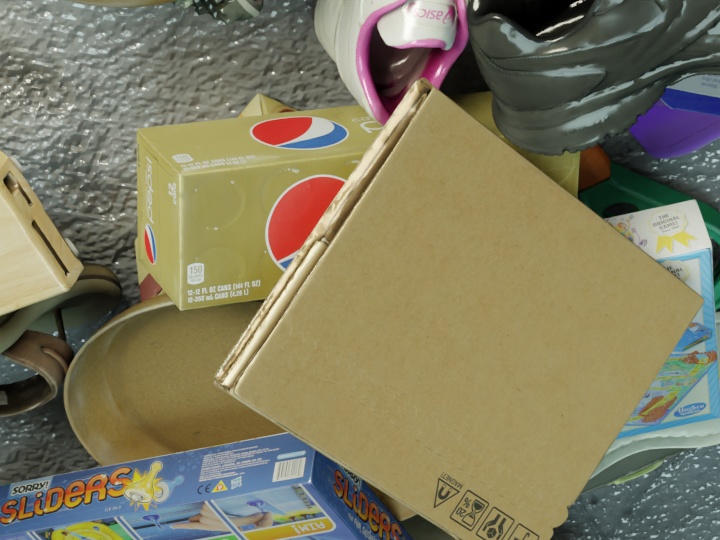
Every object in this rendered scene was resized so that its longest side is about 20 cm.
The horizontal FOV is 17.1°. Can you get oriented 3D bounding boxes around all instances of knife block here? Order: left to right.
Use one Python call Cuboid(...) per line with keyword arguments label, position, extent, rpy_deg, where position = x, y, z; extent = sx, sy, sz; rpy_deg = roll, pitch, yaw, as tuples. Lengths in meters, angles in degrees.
Cuboid(label="knife block", position=(-0.236, 0.008, 1.087), extent=(0.175, 0.200, 0.064), rpy_deg=(-39, 115, -13))

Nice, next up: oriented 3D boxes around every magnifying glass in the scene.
Cuboid(label="magnifying glass", position=(0.129, -0.036, 1.226), extent=(0.080, 0.022, 0.200), rpy_deg=(-25, 131, 23))

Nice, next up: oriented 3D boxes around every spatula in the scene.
Cuboid(label="spatula", position=(0.129, -0.115, 1.153), extent=(0.056, 0.021, 0.200), rpy_deg=(-29, 132, 16))

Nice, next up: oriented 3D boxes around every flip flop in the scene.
Cuboid(label="flip flop", position=(-0.175, 0.045, 1.145), extent=(0.081, 0.200, 0.058), rpy_deg=(-25, 94, 22))

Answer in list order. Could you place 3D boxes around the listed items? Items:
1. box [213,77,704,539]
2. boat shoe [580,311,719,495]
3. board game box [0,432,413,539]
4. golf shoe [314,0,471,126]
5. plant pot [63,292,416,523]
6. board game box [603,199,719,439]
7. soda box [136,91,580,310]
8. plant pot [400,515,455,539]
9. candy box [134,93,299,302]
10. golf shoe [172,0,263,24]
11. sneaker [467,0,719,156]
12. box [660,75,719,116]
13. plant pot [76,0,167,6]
Cuboid(label="box", position=(0.051, 0.031, 1.096), extent=(0.200, 0.021, 0.164), rpy_deg=(35, 87, -33))
Cuboid(label="boat shoe", position=(0.147, 0.078, 1.316), extent=(0.201, 0.072, 0.060), rpy_deg=(-24, 176, -5))
Cuboid(label="board game box", position=(-0.080, 0.145, 1.221), extent=(0.200, 0.035, 0.135), rpy_deg=(-12, 138, 24))
Cuboid(label="golf shoe", position=(0.036, -0.150, 1.052), extent=(0.075, 0.092, 0.200), rpy_deg=(4, 131, -15))
Cuboid(label="plant pot", position=(-0.044, 0.065, 1.165), extent=(0.200, 0.028, 0.200), rpy_deg=(5, 142, 4))
Cuboid(label="board game box", position=(0.079, 0.041, 1.205), extent=(0.200, 0.034, 0.135), rpy_deg=(-12, 137, 1))
Cuboid(label="soda box", position=(0.000, -0.036, 1.105), extent=(0.200, 0.064, 0.068), rpy_deg=(-8, 114, -22))
Cuboid(label="plant pot", position=(0.048, 0.215, 1.363), extent=(0.200, 0.187, 0.187), rpy_deg=(8, 133, -38))
Cuboid(label="candy box", position=(0.000, 0.000, 1.212), extent=(0.200, 0.055, 0.115), rpy_deg=(23, 125, -30))
Cuboid(label="golf shoe", position=(-0.082, -0.200, 1.005), extent=(0.088, 0.077, 0.200), rpy_deg=(-42, 127, -13))
Cuboid(label="sneaker", position=(0.139, -0.124, 1.033), extent=(0.200, 0.076, 0.091), rpy_deg=(-28, 136, 6))
Cuboid(label="box", position=(0.210, -0.148, 1.109), extent=(0.119, 0.042, 0.200), rpy_deg=(8, 122, -19))
Cuboid(label="plant pot", position=(-0.134, -0.179, 0.955), extent=(0.200, 0.028, 0.200), rpy_deg=(21, 144, 16))
